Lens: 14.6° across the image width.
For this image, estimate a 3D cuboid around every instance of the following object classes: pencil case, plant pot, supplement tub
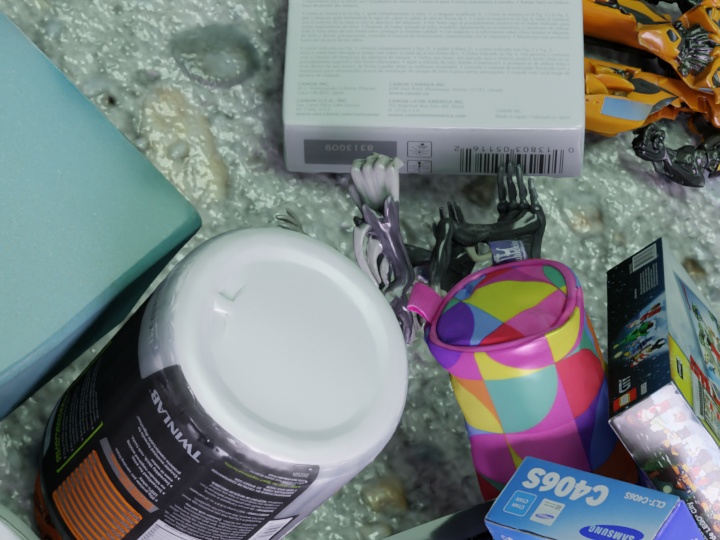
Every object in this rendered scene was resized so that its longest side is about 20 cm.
[{"bbox_3d":[0.092,0.084,1.390,0.088,0.088,0.200,-50,132,-38],"label":"pencil case"},{"bbox_3d":[-0.205,0.011,1.286,0.141,0.141,0.200,46,59,0],"label":"plant pot"},{"bbox_3d":[-0.071,0.074,1.283,0.122,0.200,0.123,13,59,-23],"label":"supplement tub"}]

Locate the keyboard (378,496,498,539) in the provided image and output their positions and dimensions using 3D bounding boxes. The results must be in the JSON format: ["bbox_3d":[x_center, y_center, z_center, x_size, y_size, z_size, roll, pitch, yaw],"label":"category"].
[{"bbox_3d":[0.008,0.185,1.327,0.200,0.040,0.104,-19,102,-18],"label":"keyboard"}]

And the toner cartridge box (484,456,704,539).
[{"bbox_3d":[0.141,0.177,1.348,0.043,0.095,0.200,-53,132,-26],"label":"toner cartridge box"}]

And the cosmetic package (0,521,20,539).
[{"bbox_3d":[-0.212,0.193,1.149,0.200,0.167,0.166,44,51,-2],"label":"cosmetic package"}]

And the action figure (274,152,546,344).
[{"bbox_3d":[0.000,0.000,1.423,0.200,0.119,0.102,-22,89,-46],"label":"action figure"}]

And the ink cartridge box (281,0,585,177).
[{"bbox_3d":[0.041,-0.142,1.528,0.160,0.047,0.200,1,54,2],"label":"ink cartridge box"}]

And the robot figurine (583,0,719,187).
[{"bbox_3d":[0.152,-0.125,1.608,0.199,0.058,0.145,9,62,-25],"label":"robot figurine"}]

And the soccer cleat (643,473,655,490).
[{"bbox_3d":[0.194,0.144,1.474,0.200,0.073,0.068,49,51,2],"label":"soccer cleat"}]

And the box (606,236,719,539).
[{"bbox_3d":[0.174,0.079,1.397,0.137,0.038,0.200,54,16,-14],"label":"box"}]

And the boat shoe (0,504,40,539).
[{"bbox_3d":[-0.128,0.182,1.264,0.200,0.064,0.071,39,93,2],"label":"boat shoe"}]
